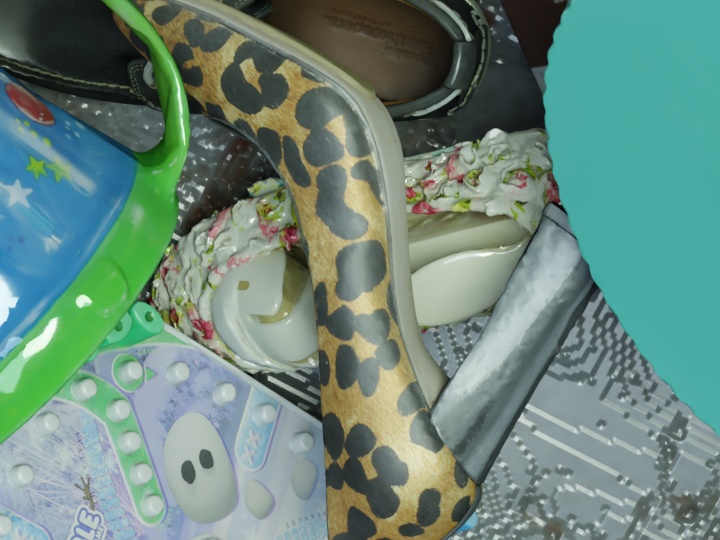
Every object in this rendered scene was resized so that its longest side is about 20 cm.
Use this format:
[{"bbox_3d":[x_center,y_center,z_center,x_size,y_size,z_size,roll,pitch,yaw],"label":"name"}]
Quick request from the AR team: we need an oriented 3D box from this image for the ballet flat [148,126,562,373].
[{"bbox_3d":[0.000,0.000,0.887,0.199,0.064,0.076,-20,119,28],"label":"ballet flat"}]

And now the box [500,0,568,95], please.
[{"bbox_3d":[0.116,-0.071,0.867,0.075,0.100,0.201,-33,103,-26],"label":"box"}]

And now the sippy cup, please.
[{"bbox_3d":[-0.149,-0.021,0.795,0.130,0.178,0.139,46,145,-19],"label":"sippy cup"}]

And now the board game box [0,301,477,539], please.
[{"bbox_3d":[-0.053,0.127,0.867,0.200,0.201,0.026,34,147,-30],"label":"board game box"}]

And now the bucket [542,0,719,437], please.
[{"bbox_3d":[0.159,-0.041,0.721,0.134,0.207,0.208,-32,103,-28],"label":"bucket"}]

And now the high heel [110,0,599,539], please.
[{"bbox_3d":[-0.031,0.001,0.827,0.200,0.071,0.143,34,96,15],"label":"high heel"}]

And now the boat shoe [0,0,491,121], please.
[{"bbox_3d":[-0.053,-0.089,0.898,0.199,0.068,0.072,7,105,5],"label":"boat shoe"}]
